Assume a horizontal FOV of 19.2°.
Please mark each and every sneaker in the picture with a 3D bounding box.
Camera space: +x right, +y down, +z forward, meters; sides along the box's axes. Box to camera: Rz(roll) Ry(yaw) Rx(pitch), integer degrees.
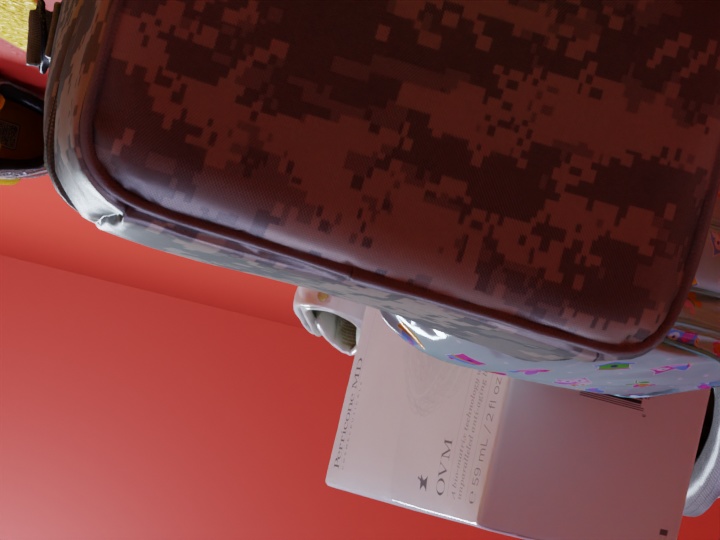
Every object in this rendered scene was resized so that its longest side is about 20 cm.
[{"bbox_3d":[-0.263,-0.100,1.318,0.200,0.078,0.082,6,177,-38],"label":"sneaker"},{"bbox_3d":[0.000,0.000,1.418,0.074,0.116,0.200,10,175,17],"label":"sneaker"}]

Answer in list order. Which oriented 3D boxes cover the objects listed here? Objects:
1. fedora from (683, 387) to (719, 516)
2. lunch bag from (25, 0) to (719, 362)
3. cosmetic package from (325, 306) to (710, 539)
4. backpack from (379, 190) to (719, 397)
[{"bbox_3d":[0.209,0.054,1.306,0.090,0.177,0.200,-13,141,-23],"label":"fedora"},{"bbox_3d":[-0.002,-0.056,0.665,0.200,0.139,0.168,16,174,-13],"label":"lunch bag"},{"bbox_3d":[0.090,0.044,1.168,0.123,0.200,0.200,15,174,-22],"label":"cosmetic package"},{"bbox_3d":[0.095,-0.011,0.985,0.200,0.127,0.167,14,173,-37],"label":"backpack"}]
